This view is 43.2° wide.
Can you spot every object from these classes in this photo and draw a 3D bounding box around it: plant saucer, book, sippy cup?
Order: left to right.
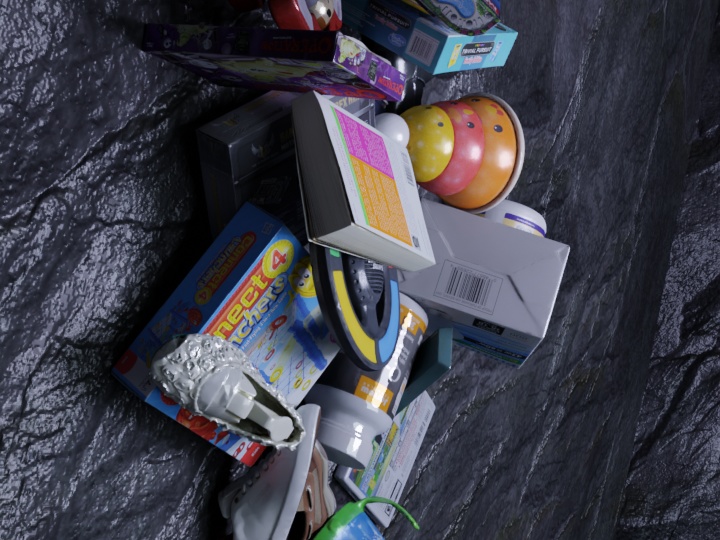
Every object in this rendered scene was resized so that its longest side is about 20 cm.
[{"bbox_3d":[-0.002,0.374,1.100,0.139,0.130,0.179,-23,146,-60],"label":"sippy cup"},{"bbox_3d":[0.008,-0.080,0.874,0.200,0.048,0.135,18,57,-61],"label":"book"},{"bbox_3d":[0.048,0.146,1.140,0.019,0.200,0.070,30,39,-19],"label":"plant saucer"}]

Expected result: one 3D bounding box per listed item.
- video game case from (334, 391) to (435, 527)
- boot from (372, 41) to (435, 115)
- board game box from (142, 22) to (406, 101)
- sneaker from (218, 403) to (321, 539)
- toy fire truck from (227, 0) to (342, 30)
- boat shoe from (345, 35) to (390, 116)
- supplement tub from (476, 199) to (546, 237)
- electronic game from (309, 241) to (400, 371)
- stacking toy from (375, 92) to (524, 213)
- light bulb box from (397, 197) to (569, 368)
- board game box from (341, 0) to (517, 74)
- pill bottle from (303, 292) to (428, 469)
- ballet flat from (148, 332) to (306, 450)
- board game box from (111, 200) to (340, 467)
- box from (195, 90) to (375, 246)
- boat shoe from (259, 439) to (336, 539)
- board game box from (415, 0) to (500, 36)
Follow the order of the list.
[{"bbox_3d":[0.040,0.239,1.291,0.201,0.022,0.183,-64,147,-25],"label":"video game case"},{"bbox_3d":[0.067,-0.192,1.163,0.164,0.065,0.202,-15,109,-50],"label":"boot"},{"bbox_3d":[-0.074,-0.179,0.782,0.120,0.198,0.033,3,97,-60],"label":"board game box"},{"bbox_3d":[-0.102,0.225,0.950,0.073,0.084,0.202,-73,-177,-79],"label":"sneaker"},{"bbox_3d":[-0.051,-0.279,0.839,0.168,0.111,0.202,51,29,-58],"label":"toy fire truck"},{"bbox_3d":[-0.021,-0.197,0.995,0.199,0.074,0.094,0,92,-61],"label":"boat shoe"},{"bbox_3d":[0.188,0.005,1.356,0.145,0.144,0.202,31,72,-59],"label":"supplement tub"},{"bbox_3d":[0.000,0.000,0.910,0.200,0.041,0.202,-11,90,-70],"label":"electronic game"},{"bbox_3d":[0.083,-0.144,1.054,0.199,0.145,0.148,1,98,-46],"label":"stacking toy"},{"bbox_3d":[0.145,0.022,1.175,0.200,0.196,0.126,84,26,-73],"label":"light bulb box"},{"bbox_3d":[0.077,-0.289,1.063,0.199,0.150,0.047,-25,144,-56],"label":"board game box"},{"bbox_3d":[-0.001,0.126,1.089,0.117,0.115,0.202,52,54,-53],"label":"pill bottle"},{"bbox_3d":[-0.106,0.114,0.815,0.200,0.071,0.072,44,61,-54],"label":"ballet flat"},{"bbox_3d":[-0.108,0.069,0.883,0.201,0.056,0.196,-53,145,-9],"label":"board game box"},{"bbox_3d":[-0.066,-0.103,0.910,0.199,0.048,0.160,-36,138,-35],"label":"box"},{"bbox_3d":[-0.079,0.241,1.032,0.072,0.075,0.201,-51,138,-38],"label":"boat shoe"},{"bbox_3d":[0.057,-0.324,0.943,0.200,0.062,0.201,40,32,-17],"label":"board game box"}]
